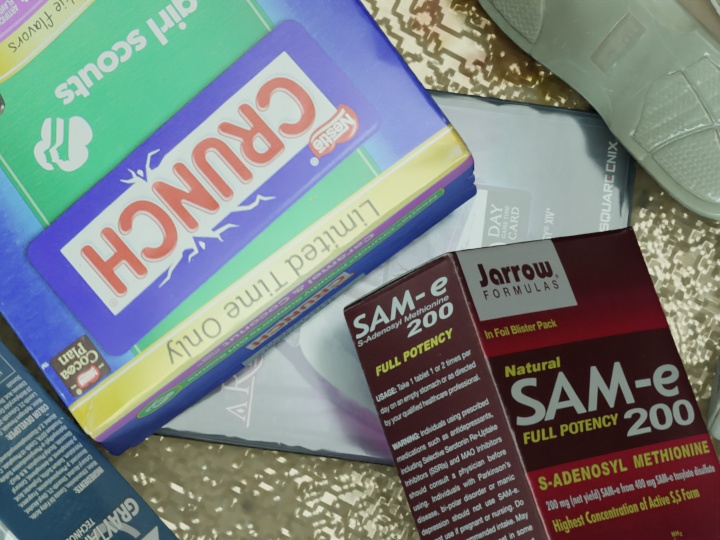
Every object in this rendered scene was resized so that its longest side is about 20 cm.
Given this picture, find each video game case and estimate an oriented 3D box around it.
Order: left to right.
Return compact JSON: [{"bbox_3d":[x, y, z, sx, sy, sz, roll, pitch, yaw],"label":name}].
[{"bbox_3d":[0.000,0.000,1.125,0.199,0.019,0.144,8,83,-5],"label":"video game case"}]

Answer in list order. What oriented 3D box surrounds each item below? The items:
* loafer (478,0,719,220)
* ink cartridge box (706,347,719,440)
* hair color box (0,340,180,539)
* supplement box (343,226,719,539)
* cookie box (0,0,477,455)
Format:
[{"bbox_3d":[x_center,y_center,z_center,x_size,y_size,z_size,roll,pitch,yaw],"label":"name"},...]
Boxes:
[{"bbox_3d":[0.097,-0.101,1.130,0.072,0.063,0.200,-41,77,21],"label":"loafer"},{"bbox_3d":[0.231,-0.007,1.061,0.146,0.083,0.201,24,123,-2],"label":"ink cartridge box"},{"bbox_3d":[-0.131,0.101,1.055,0.200,0.100,0.061,48,40,1],"label":"hair color box"},{"bbox_3d":[0.078,0.091,1.046,0.109,0.061,0.201,-8,74,-47],"label":"supplement box"},{"bbox_3d":[-0.082,-0.064,1.077,0.171,0.075,0.200,-37,82,-1],"label":"cookie box"}]
